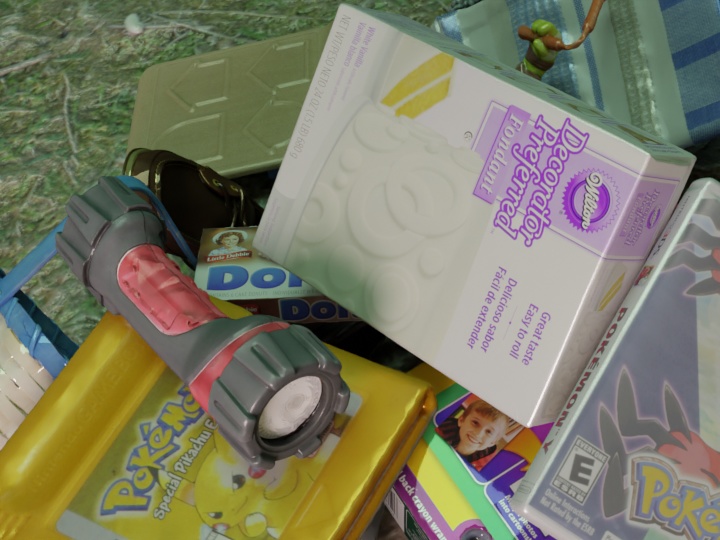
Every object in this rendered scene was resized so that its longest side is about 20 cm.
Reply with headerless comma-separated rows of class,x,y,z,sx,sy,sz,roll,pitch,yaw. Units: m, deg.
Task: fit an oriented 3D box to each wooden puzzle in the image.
wooden puzzle,-0.101,-0.127,1.120,0.199,0.046,0.186,-15,40,11

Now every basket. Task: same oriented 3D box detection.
basket,-0.175,0.056,0.838,0.200,0.177,0.139,-37,42,-7

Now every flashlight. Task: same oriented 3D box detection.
flashlight,-0.088,0.018,0.690,0.068,0.068,0.200,-38,52,-13

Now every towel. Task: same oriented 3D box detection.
towel,0.140,-0.129,0.844,0.199,0.024,0.148,-18,74,32

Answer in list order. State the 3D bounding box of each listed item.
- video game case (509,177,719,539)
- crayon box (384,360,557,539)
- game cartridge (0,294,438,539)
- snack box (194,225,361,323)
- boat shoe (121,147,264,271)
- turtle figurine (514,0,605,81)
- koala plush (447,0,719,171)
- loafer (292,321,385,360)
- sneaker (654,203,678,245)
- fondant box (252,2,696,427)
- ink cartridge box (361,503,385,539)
video game case,0.196,0.086,0.637,0.183,0.199,0.023,-58,10,-9
crayon box,0.115,0.117,0.704,0.172,0.058,0.200,-29,64,-13
game cartridge,-0.086,0.098,0.687,0.199,0.033,0.177,19,61,27
snack box,0.000,0.000,0.813,0.198,0.024,0.072,-2,39,2
boat shoe,-0.106,-0.041,0.923,0.067,0.200,0.073,-2,80,13
turtle figurine,0.073,-0.091,0.832,0.160,0.064,0.201,13,76,26
koala plush,0.172,-0.135,0.941,0.199,0.177,0.185,31,97,34
loafer,-0.044,0.085,0.842,0.063,0.072,0.200,9,44,22
sneaker,0.097,-0.020,0.726,0.199,0.079,0.096,25,94,35
fondant box,0.050,-0.033,0.687,0.199,0.145,0.058,31,19,31
ink cartridge box,-0.061,0.116,0.754,0.161,0.050,0.201,23,62,1
